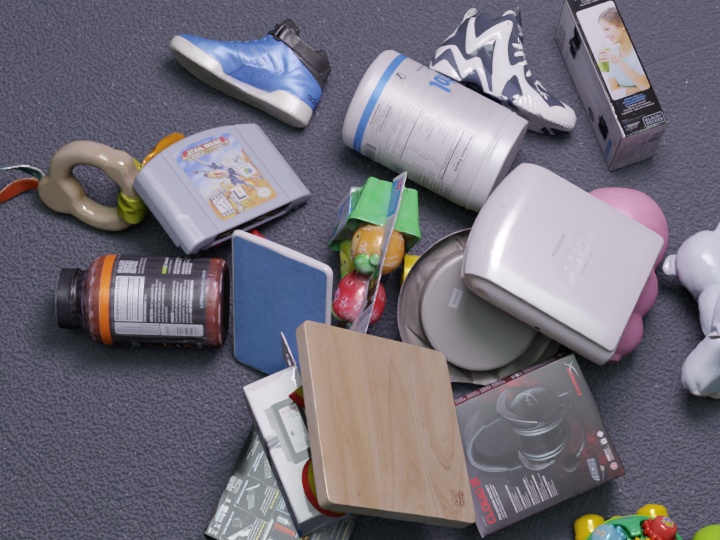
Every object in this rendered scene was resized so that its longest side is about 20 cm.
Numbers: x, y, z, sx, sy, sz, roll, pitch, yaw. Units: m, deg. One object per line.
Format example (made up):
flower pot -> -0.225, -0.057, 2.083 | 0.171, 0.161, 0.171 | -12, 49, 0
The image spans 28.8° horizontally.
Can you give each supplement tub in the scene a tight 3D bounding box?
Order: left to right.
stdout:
supplement tub -> -0.255, 0.035, 1.652 | 0.197, 0.107, 0.108 | 2, 72, 1
supplement tub -> 0.089, -0.169, 1.707 | 0.198, 0.132, 0.133 | 27, 74, 7

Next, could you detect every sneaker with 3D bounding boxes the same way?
sneaker -> -0.132, -0.272, 1.763 | 0.198, 0.077, 0.112 | 27, 80, 3
sneaker -> 0.198, -0.263, 1.763 | 0.198, 0.080, 0.131 | 25, 82, 18

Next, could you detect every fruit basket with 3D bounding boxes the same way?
fruit basket -> 0.000, 0.000, 1.625 | 0.093, 0.185, 0.202 | 22, 72, -7

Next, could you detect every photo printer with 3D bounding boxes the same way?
photo printer -> 0.218, -0.014, 1.554 | 0.199, 0.070, 0.167 | 30, 70, -1

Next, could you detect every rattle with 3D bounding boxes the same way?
rattle -> -0.336, -0.133, 1.726 | 0.198, 0.130, 0.144 | 1, 58, 28

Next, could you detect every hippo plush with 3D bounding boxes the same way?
hippo plush -> 0.413, 0.043, 1.639 | 0.159, 0.199, 0.162 | -41, 54, 18

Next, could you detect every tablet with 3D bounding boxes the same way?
tablet -> -0.090, 0.051, 1.599 | 0.129, 0.202, 0.014 | 21, 44, 19

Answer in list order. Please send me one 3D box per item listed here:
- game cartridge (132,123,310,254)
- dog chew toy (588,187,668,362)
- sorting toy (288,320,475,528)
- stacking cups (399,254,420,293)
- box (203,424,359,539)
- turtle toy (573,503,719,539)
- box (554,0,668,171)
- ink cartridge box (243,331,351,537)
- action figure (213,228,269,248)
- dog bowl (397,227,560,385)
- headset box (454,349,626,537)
game cartridge -> -0.168, -0.105, 1.685 | 0.199, 0.042, 0.134 | -27, 77, -41
dog chew toy -> 0.300, 0.008, 1.663 | 0.123, 0.125, 0.203 | 5, 81, 1
sorting toy -> 0.012, 0.174, 1.485 | 0.197, 0.069, 0.202 | 15, 53, -36
stacking cups -> 0.147, 0.012, 1.685 | 0.197, 0.061, 0.061 | 3, 72, 0
box -> -0.068, 0.245, 1.615 | 0.156, 0.050, 0.202 | 22, 74, 6
turtle toy -> 0.330, 0.331, 1.565 | 0.197, 0.101, 0.147 | -9, 73, -3
box -> 0.308, -0.240, 1.740 | 0.059, 0.117, 0.202 | -18, 75, -4
ink cartridge box -> -0.076, 0.182, 1.548 | 0.067, 0.116, 0.202 | -21, 74, -9
action figure -> -0.097, 0.015, 1.655 | 0.065, 0.052, 0.200 | -7, 38, -43
dog bowl -> 0.139, 0.042, 1.637 | 0.197, 0.059, 0.203 | -1, 102, -3
headset box -> 0.178, 0.198, 1.591 | 0.198, 0.077, 0.150 | -23, 88, 1
